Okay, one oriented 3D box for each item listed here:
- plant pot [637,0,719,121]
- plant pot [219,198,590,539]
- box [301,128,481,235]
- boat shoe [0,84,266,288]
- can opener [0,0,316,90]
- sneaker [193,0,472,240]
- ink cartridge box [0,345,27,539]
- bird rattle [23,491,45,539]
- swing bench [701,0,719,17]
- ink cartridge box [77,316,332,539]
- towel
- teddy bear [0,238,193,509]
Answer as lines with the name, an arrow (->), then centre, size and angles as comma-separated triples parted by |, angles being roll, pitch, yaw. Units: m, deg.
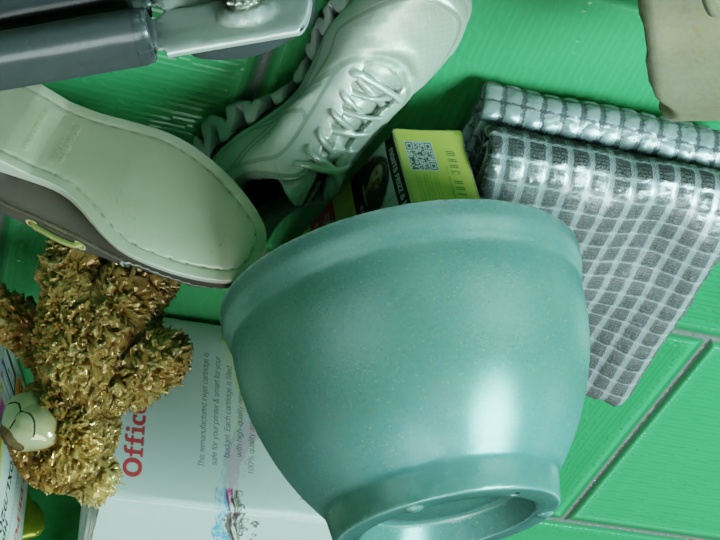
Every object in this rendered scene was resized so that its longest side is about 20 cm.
plant pot -> 0.220, -0.145, 0.592 | 0.181, 0.202, 0.201 | -5, 140, 17
plant pot -> 0.034, 0.071, 0.685 | 0.198, 0.136, 0.201 | -10, 155, -4
box -> 0.000, 0.000, 0.770 | 0.050, 0.076, 0.200 | -1, 154, -30
boat shoe -> -0.142, -0.042, 0.703 | 0.198, 0.072, 0.060 | 25, 152, 3
can opener -> -0.118, -0.118, 0.658 | 0.197, 0.053, 0.067 | -9, 149, -6
sneaker -> -0.014, -0.083, 0.707 | 0.075, 0.082, 0.200 | 30, 127, -30
ink cartridge box -> -0.300, 0.098, 0.831 | 0.143, 0.148, 0.201 | -2, 139, -2
bird rattle -> -0.247, 0.244, 1.007 | 0.200, 0.113, 0.163 | 42, 156, -4
swing bench -> 0.138, -0.238, 0.455 | 0.128, 0.201, 0.199 | -19, 137, 16
ink cartridge box -> -0.085, 0.139, 0.896 | 0.198, 0.148, 0.147 | 9, 137, -14
towel -> 0.120, -0.007, 0.797 | 0.164, 0.086, 0.201 | 7, 137, -11
teddy bear -> -0.158, 0.034, 0.755 | 0.201, 0.145, 0.067 | -53, 168, 10
